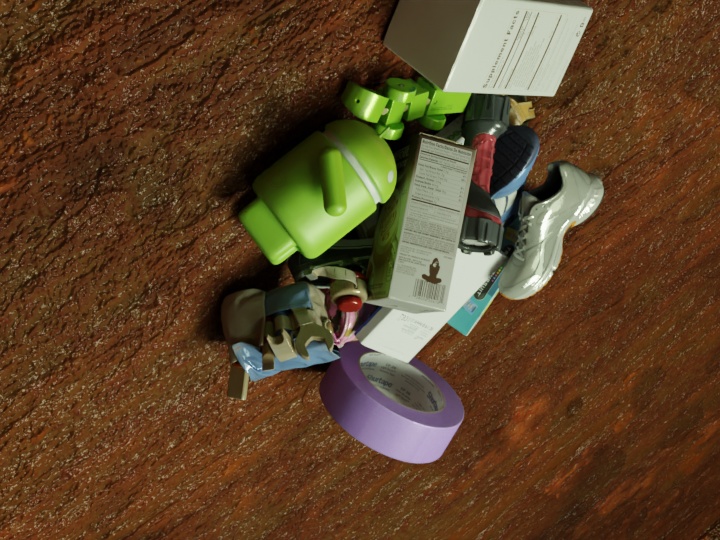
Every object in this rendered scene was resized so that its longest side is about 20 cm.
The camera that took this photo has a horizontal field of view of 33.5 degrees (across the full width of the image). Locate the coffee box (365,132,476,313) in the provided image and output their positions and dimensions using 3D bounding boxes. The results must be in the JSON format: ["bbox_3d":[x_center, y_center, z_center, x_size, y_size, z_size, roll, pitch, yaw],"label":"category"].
[{"bbox_3d":[0.070,-0.054,1.458,0.079,0.114,0.201,13,82,-16],"label":"coffee box"}]

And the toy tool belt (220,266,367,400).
[{"bbox_3d":[-0.078,0.084,1.463,0.199,0.124,0.125,-16,150,19],"label":"toy tool belt"}]

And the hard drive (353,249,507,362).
[{"bbox_3d":[0.095,0.033,1.582,0.200,0.025,0.132,-47,147,11],"label":"hard drive"}]

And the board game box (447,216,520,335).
[{"bbox_3d":[0.200,-0.012,1.720,0.201,0.047,0.151,-57,174,15],"label":"board game box"}]

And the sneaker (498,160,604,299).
[{"bbox_3d":[0.229,-0.059,1.576,0.092,0.076,0.201,29,95,-33],"label":"sneaker"}]

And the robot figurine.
[{"bbox_3d":[-0.044,-0.095,1.388,0.200,0.116,0.176,-38,173,-5],"label":"robot figurine"}]

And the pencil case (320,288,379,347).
[{"bbox_3d":[0.026,0.052,1.636,0.199,0.083,0.087,-5,141,-44],"label":"pencil case"}]

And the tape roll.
[{"bbox_3d":[0.044,0.180,1.676,0.199,0.200,0.066,5,120,-47],"label":"tape roll"}]

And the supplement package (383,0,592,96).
[{"bbox_3d":[0.149,-0.285,1.399,0.199,0.121,0.120,-5,128,-42],"label":"supplement package"}]

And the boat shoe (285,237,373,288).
[{"bbox_3d":[0.001,-0.002,1.527,0.198,0.068,0.074,7,135,-32],"label":"boat shoe"}]

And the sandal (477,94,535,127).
[{"bbox_3d":[0.201,-0.198,1.593,0.080,0.054,0.201,-35,142,-15],"label":"sandal"}]

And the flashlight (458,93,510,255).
[{"bbox_3d":[0.154,-0.122,1.490,0.068,0.067,0.201,132,-31,-73],"label":"flashlight"}]

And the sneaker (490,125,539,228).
[{"bbox_3d":[0.181,-0.109,1.589,0.082,0.074,0.201,-3,135,-44],"label":"sneaker"}]

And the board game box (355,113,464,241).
[{"bbox_3d":[0.081,-0.101,1.582,0.200,0.035,0.127,-39,144,-10],"label":"board game box"}]

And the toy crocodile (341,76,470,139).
[{"bbox_3d":[0.061,-0.208,1.447,0.199,0.062,0.068,-16,137,-41],"label":"toy crocodile"}]
